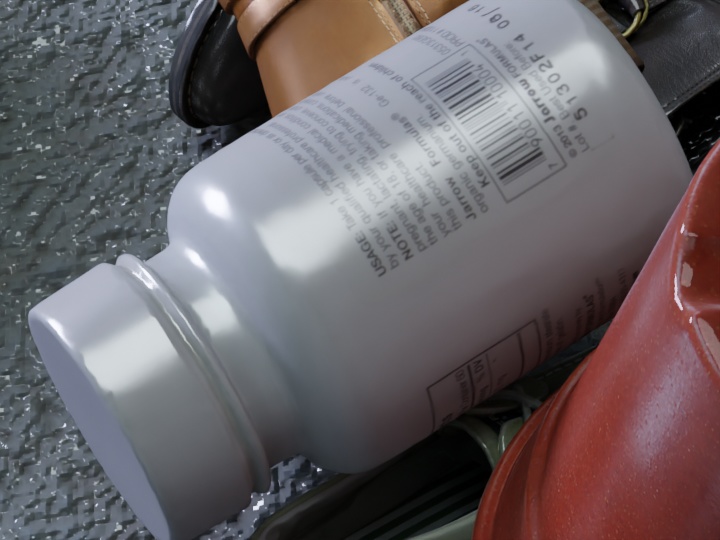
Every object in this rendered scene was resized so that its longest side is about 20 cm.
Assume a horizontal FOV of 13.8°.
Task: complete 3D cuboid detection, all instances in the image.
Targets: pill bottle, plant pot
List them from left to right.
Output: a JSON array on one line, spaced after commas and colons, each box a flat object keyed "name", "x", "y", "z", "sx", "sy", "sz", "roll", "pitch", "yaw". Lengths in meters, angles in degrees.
[{"name": "pill bottle", "x": 0.000, "y": 0.000, "z": 0.963, "sx": 0.200, "sy": 0.114, "sz": 0.114, "roll": -32, "pitch": 50, "yaw": -13}, {"name": "plant pot", "x": 0.145, "y": 0.054, "z": 0.866, "sx": 0.200, "sy": 0.195, "sz": 0.201, "roll": 4, "pitch": 58, "yaw": -6}]

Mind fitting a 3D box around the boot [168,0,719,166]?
[{"name": "boot", "x": 0.046, "y": -0.078, "z": 1.133, "sx": 0.200, "sy": 0.069, "sz": 0.174, "roll": -36, "pitch": 59, "yaw": -11}]

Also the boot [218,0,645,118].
[{"name": "boot", "x": -0.017, "y": -0.070, "z": 1.070, "sx": 0.200, "sy": 0.077, "sz": 0.155, "roll": -42, "pitch": 81, "yaw": 0}]

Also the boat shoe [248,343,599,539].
[{"name": "boat shoe", "x": 0.049, "y": 0.072, "z": 0.994, "sx": 0.200, "sy": 0.062, "sz": 0.072, "roll": -34, "pitch": 51, "yaw": -19}]
